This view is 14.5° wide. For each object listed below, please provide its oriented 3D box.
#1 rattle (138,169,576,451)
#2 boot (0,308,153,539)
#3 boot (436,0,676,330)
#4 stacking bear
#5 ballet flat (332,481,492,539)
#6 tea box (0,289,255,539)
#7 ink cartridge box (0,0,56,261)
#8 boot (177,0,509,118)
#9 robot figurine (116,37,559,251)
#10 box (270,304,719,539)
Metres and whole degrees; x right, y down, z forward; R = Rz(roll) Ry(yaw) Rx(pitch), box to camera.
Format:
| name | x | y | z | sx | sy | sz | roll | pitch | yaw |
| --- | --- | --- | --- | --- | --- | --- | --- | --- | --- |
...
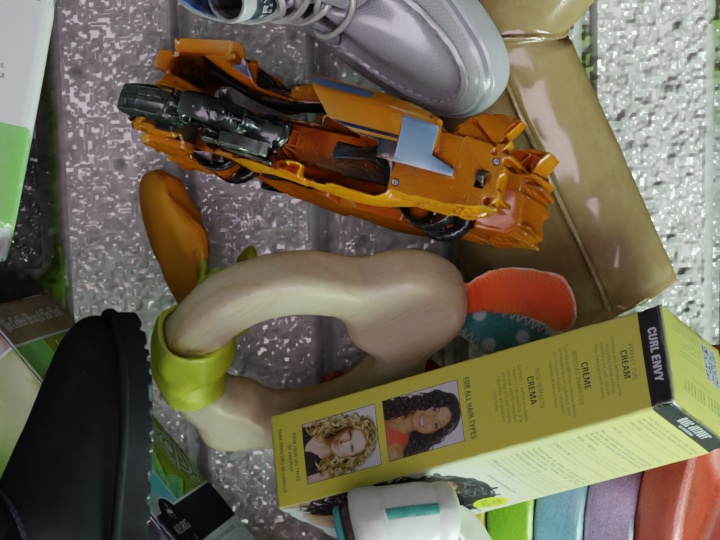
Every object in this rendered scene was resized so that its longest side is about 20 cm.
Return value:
| name | x | y | z | sx | sy | sz | roll | pitch | yaw |
| --- | --- | --- | --- | --- | --- | --- | --- | --- | --- |
| rattle | 0.000 | 0.000 | 1.342 | 0.199 | 0.143 | 0.131 | -21 | 121 | 13 |
| boot | -0.172 | 0.102 | 1.215 | 0.161 | 0.073 | 0.199 | 5 | 62 | -12 |
| boot | 0.109 | -0.081 | 1.368 | 0.174 | 0.066 | 0.201 | -18 | 106 | 18 |
| stacking bear | 0.075 | 0.091 | 1.378 | 0.199 | 0.114 | 0.122 | 11 | 140 | 21 |
| ballet flat | 0.035 | 0.148 | 1.317 | 0.069 | 0.200 | 0.070 | -4 | 65 | 8 |
| tea box | -0.177 | 0.148 | 1.358 | 0.200 | 0.134 | 0.197 | -40 | 88 | 8 |
| ink cartridge box | -0.212 | -0.119 | 1.288 | 0.144 | 0.084 | 0.201 | 11 | 77 | -7 |
| boot | -0.030 | -0.126 | 1.302 | 0.200 | 0.096 | 0.074 | 38 | 129 | 8 |
| robot figurine | -0.014 | -0.059 | 1.319 | 0.199 | 0.145 | 0.059 | 16 | 84 | 17 |
| box | 0.063 | 0.073 | 1.288 | 0.199 | 0.075 | 0.050 | -18 | 64 | 24 |
